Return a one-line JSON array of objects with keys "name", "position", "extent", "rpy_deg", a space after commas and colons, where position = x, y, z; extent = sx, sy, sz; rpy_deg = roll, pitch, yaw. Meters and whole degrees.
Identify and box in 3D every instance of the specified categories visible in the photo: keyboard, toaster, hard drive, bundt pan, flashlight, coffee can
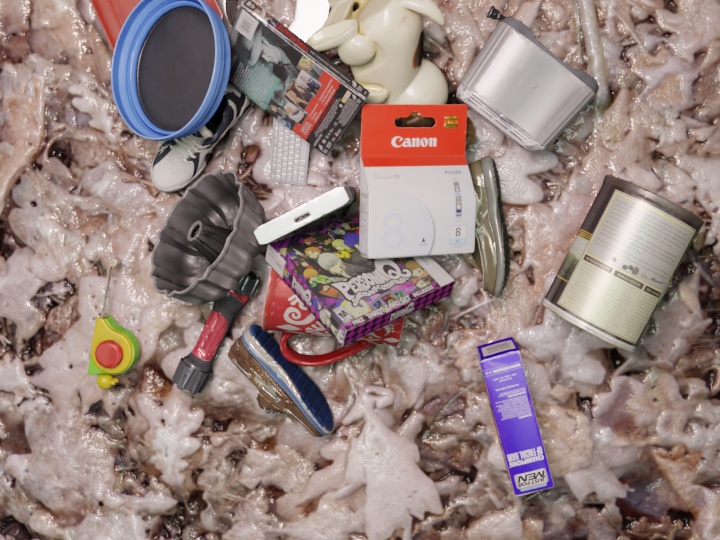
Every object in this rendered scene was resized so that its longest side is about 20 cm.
[{"name": "keyboard", "position": [-0.097, -0.217, 1.250], "extent": [0.055, 0.011, 0.202], "rpy_deg": [12, 122, 6]}, {"name": "toaster", "position": [0.221, -0.258, 1.208], "extent": [0.199, 0.114, 0.130], "rpy_deg": [36, 100, -4]}, {"name": "hard drive", "position": [-0.070, -0.079, 1.204], "extent": [0.131, 0.200, 0.027], "rpy_deg": [-26, 93, 5]}, {"name": "bundt pan", "position": [-0.210, -0.040, 1.243], "extent": [0.075, 0.202, 0.203], "rpy_deg": [32, 100, -39]}, {"name": "flashlight", "position": [-0.221, 0.087, 1.300], "extent": [0.067, 0.068, 0.202], "rpy_deg": [25, 93, -33]}, {"name": "coffee can", "position": [0.361, -0.010, 1.205], "extent": [0.145, 0.146, 0.202], "rpy_deg": [26, 98, 1]}]

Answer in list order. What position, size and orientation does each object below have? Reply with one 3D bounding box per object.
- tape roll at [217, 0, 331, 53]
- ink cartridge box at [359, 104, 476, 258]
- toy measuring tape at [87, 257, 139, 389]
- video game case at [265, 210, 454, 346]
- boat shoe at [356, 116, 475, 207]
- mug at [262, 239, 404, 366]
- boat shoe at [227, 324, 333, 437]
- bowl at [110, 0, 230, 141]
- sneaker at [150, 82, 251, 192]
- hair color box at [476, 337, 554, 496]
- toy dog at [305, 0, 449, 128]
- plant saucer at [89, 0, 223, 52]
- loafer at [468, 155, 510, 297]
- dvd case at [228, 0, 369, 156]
[{"name": "tape roll", "position": [-0.138, -0.375, 1.249], "extent": [0.197, 0.066, 0.204], "rpy_deg": [0, 96, 4]}, {"name": "ink cartridge box", "position": [0.079, -0.121, 1.173], "extent": [0.158, 0.047, 0.203], "rpy_deg": [-3, 103, -18]}, {"name": "toy measuring tape", "position": [-0.364, 0.085, 1.316], "extent": [0.073, 0.074, 0.203], "rpy_deg": [13, 97, 3]}, {"name": "video game case", "position": [0.000, 0.000, 1.190], "extent": [0.181, 0.198, 0.036], "rpy_deg": [46, 141, 30]}, {"name": "boat shoe", "position": [0.079, -0.151, 1.254], "extent": [0.199, 0.066, 0.074], "rpy_deg": [-36, 100, 3]}, {"name": "mug", "position": [-0.035, 0.050, 1.274], "extent": [0.197, 0.178, 0.135], "rpy_deg": [9, 55, -1]}, {"name": "boat shoe", "position": [-0.121, 0.177, 1.310], "extent": [0.072, 0.072, 0.201], "rpy_deg": [-39, 89, 19]}, {"name": "bowl", "position": [-0.255, -0.275, 1.171], "extent": [0.198, 0.039, 0.204], "rpy_deg": [-1, 87, 33]}, {"name": "sneaker", "position": [-0.243, -0.195, 1.244], "extent": [0.199, 0.130, 0.080], "rpy_deg": [-41, 90, 7]}, {"name": "hair color box", "position": [0.222, 0.209, 1.259], "extent": [0.064, 0.109, 0.203], "rpy_deg": [-16, 94, 6]}, {"name": "toy dog", "position": [0.051, -0.292, 1.200], "extent": [0.192, 0.141, 0.201], "rpy_deg": [-13, 134, 26]}, {"name": "plant saucer", "position": [-0.289, -0.383, 1.233], "extent": [0.198, 0.037, 0.202], "rpy_deg": [-31, 81, 30]}, {"name": "loafer", "position": [0.175, -0.061, 1.260], "extent": [0.069, 0.075, 0.203], "rpy_deg": [-7, 91, 17]}, {"name": "dvd case", "position": [-0.096, -0.256, 1.175], "extent": [0.199, 0.146, 0.022], "rpy_deg": [35, 56, -5]}]
